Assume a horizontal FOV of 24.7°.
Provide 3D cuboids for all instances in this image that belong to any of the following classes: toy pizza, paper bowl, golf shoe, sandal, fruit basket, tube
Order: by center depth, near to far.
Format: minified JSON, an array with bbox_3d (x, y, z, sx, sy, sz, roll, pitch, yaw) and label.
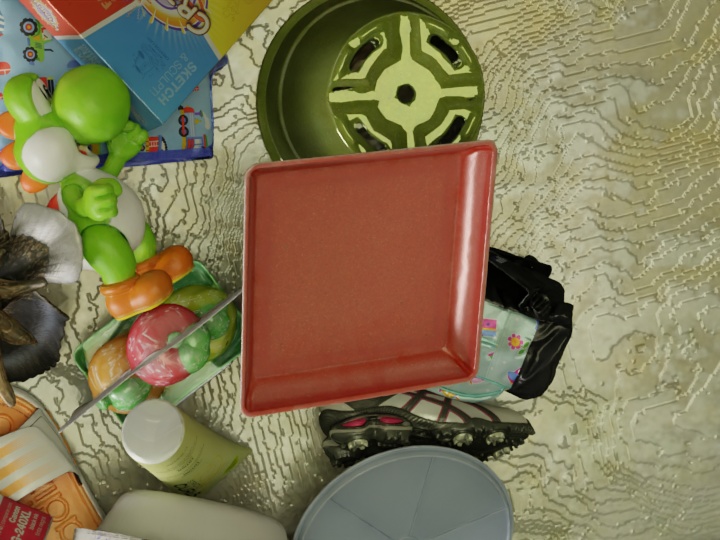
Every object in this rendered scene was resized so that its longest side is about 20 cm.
[{"bbox_3d":[-0.154,0.069,1.304,0.185,0.200,0.094,-38,98,-5],"label":"fruit basket"},{"bbox_3d":[-0.136,0.239,1.319,0.199,0.201,0.105,12,77,-9],"label":"paper bowl"},{"bbox_3d":[-0.137,0.150,1.323,0.057,0.200,0.052,-1,72,9],"label":"tube"},{"bbox_3d":[-0.264,0.184,1.367,0.079,0.059,0.207,-36,98,-4],"label":"sandal"},{"bbox_3d":[0.058,0.118,1.399,0.198,0.077,0.089,6,58,-26],"label":"golf shoe"},{"bbox_3d":[0.035,0.229,1.402,0.198,0.032,0.202,-7,119,-13],"label":"toy pizza"}]

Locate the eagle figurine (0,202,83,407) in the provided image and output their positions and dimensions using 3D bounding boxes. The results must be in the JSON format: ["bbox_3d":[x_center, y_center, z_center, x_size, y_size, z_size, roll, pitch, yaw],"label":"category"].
[{"bbox_3d":[-0.300,0.016,1.283,0.150,0.200,0.153,14,88,-10],"label":"eagle figurine"}]

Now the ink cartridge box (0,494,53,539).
[{"bbox_3d":[-0.370,0.232,1.318,0.199,0.084,0.146,25,117,-9],"label":"ink cartridge box"}]

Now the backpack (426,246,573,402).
[{"bbox_3d":[0.067,0.033,1.359,0.198,0.167,0.128,18,97,-3],"label":"backpack"}]

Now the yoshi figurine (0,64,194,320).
[{"bbox_3d":[-0.193,-0.073,1.258,0.112,0.112,0.201,-37,103,-28],"label":"yoshi figurine"}]

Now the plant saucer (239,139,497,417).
[{"bbox_3d":[0.000,0.000,1.223,0.198,0.037,0.202,-8,117,-22],"label":"plant saucer"}]

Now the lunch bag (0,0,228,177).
[{"bbox_3d":[-0.207,-0.161,1.347,0.198,0.094,0.152,-6,92,-20],"label":"lunch bag"}]

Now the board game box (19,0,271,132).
[{"bbox_3d":[-0.157,-0.235,1.312,0.153,0.040,0.200,47,64,-19],"label":"board game box"}]

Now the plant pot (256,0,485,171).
[{"bbox_3d":[0.021,-0.139,1.319,0.198,0.190,0.202,-1,94,-7],"label":"plant pot"}]
